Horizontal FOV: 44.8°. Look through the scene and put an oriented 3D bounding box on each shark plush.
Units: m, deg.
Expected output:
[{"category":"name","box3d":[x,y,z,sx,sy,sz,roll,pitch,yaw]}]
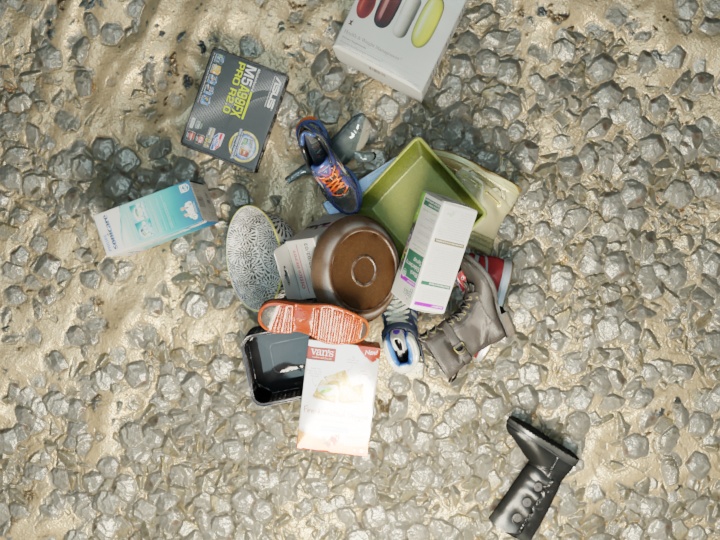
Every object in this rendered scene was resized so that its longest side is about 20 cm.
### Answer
[{"category":"shark plush","box3d":[-0.065,-0.238,1.692,0.197,0.083,0.092,-20,72,16]}]

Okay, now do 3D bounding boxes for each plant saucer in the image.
[{"category":"plant saucer","box3d":[0.113,-0.114,1.662,0.200,0.048,0.200,-45,81,19]},{"category":"plant saucer","box3d":[0.000,0.000,1.596,0.197,0.032,0.204,-2,93,-33]}]

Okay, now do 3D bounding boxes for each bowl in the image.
[{"category":"bowl","box3d":[-0.171,-0.027,1.682,0.093,0.199,0.205,-7,93,-39]}]

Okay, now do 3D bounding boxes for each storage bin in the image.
[{"category":"storage bin","box3d":[-0.116,0.164,1.647,0.196,0.094,0.138,-11,96,0]}]

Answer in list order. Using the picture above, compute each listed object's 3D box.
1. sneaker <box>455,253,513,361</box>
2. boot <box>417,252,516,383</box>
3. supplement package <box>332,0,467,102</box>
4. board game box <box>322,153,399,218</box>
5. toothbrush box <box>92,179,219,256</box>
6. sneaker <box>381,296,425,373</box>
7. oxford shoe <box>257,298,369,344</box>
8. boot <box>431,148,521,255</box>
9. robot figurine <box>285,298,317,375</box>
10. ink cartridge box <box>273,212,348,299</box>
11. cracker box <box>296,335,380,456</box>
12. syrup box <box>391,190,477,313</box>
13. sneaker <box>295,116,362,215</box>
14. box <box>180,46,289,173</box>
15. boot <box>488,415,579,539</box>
[{"category":"sneaker","box3d":[0.220,0.066,1.700,0.111,0.071,0.203,16,86,-3]},{"category":"boot","box3d":[0.181,0.088,1.630,0.172,0.069,0.202,-29,92,-1]},{"category":"supplement package","box3d":[0.077,-0.457,1.643,0.189,0.147,0.202,26,94,1]},{"category":"board game box","box3d":[0.034,-0.142,1.723,0.198,0.019,0.104,-32,90,3]},{"category":"toothbrush box","box3d":[-0.389,-0.098,1.680,0.197,0.146,0.087,-21,91,4]},{"category":"sneaker","box3d":[0.075,0.094,1.669,0.079,0.146,0.204,-7,93,2]},{"category":"oxford shoe","box3d":[-0.081,0.080,1.548,0.196,0.073,0.072,13,105,-6]},{"category":"boot","box3d":[0.193,-0.134,1.694,0.197,0.073,0.157,26,95,-1]},{"category":"robot figurine","box3d":[-0.084,0.136,1.722,0.144,0.058,0.202,32,94,0]},{"category":"ink cartridge box","box3d":[-0.073,-0.023,1.631,0.067,0.200,0.117,-6,108,30]},{"category":"cracker box","box3d":[-0.040,0.225,1.580,0.131,0.058,0.204,6,95,-1]},{"category":"syrup box","box3d":[0.132,-0.032,1.582,0.080,0.079,0.203,12,104,-29]},{"category":"sneaker","box3d":[-0.065,-0.187,1.627,0.075,0.079,0.201,-31,102,15]},{"category":"box","box3d":[-0.245,-0.313,1.714,0.158,0.044,0.203,21,94,2]},{"category":"boot","box3d":[0.311,0.412,1.721,0.163,0.066,0.202,32,98,2]}]
